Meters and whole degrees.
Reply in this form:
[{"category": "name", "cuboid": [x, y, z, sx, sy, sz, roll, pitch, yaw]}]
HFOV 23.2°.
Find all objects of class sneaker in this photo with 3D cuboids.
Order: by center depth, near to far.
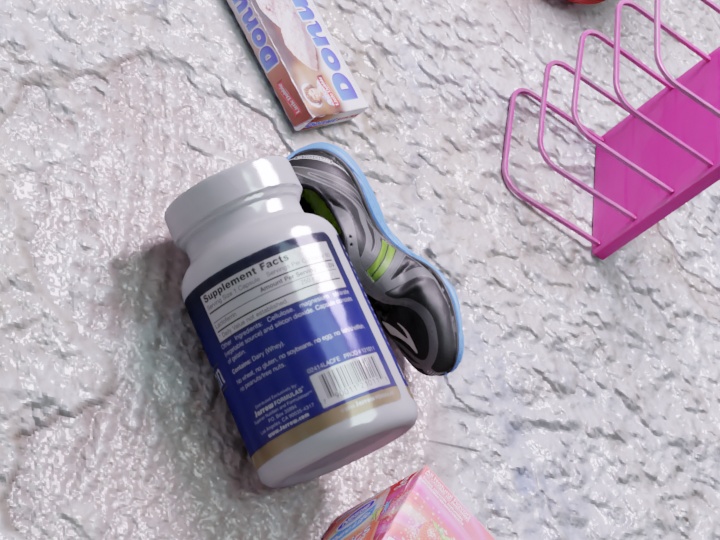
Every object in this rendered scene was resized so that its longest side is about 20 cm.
[{"category": "sneaker", "cuboid": [0.000, 0.000, 1.282, 0.083, 0.071, 0.200, -32, 83, -44]}]

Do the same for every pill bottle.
[{"category": "pill bottle", "cuboid": [-0.051, 0.033, 1.168, 0.115, 0.116, 0.201, -11, 72, -47]}]

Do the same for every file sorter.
[{"category": "file sorter", "cuboid": [0.229, -0.135, 1.490, 0.125, 0.200, 0.140, 29, 47, -23]}]

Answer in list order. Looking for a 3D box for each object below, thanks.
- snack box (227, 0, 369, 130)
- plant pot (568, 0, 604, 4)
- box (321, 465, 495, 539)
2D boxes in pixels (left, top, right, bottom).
[{"category": "snack box", "cuboid": [-0.067, -0.205, 1.381, 0.072, 0.024, 0.201, -17, 77, -50]}, {"category": "plant pot", "cuboid": [0.231, -0.362, 1.654, 0.200, 0.182, 0.201, 25, 48, -31]}, {"category": "box", "cuboid": [0.060, 0.241, 1.146, 0.200, 0.103, 0.095, 47, 41, -8]}]
